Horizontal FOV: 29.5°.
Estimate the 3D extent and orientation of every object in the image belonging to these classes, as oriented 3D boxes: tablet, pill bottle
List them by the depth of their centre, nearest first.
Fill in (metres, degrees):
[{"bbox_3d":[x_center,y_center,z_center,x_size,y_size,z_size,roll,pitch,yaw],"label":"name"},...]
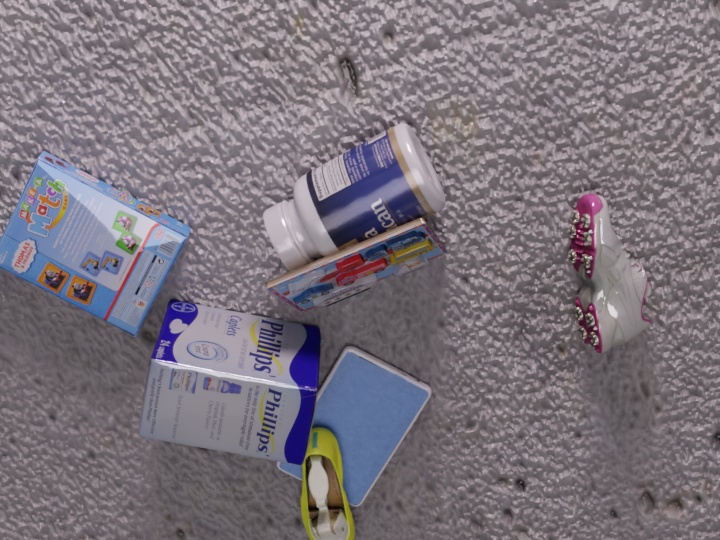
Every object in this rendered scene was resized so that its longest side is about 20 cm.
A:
[{"bbox_3d":[-0.009,-0.078,1.592,0.198,0.111,0.112,-27,110,11],"label":"pill bottle"},{"bbox_3d":[-0.009,0.203,1.759,0.129,0.014,0.201,27,111,-11],"label":"tablet"}]

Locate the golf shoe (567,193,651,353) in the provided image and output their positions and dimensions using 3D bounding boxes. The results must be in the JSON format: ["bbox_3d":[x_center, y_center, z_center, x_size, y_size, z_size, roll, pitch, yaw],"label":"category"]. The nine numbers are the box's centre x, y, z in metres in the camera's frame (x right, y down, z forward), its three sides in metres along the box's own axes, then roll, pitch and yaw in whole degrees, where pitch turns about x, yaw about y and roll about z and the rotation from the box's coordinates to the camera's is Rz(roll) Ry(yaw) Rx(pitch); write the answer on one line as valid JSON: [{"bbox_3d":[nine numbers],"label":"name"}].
[{"bbox_3d":[0.302,-0.003,1.652,0.090,0.075,0.203,-13,115,-11],"label":"golf shoe"}]

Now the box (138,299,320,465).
[{"bbox_3d":[-0.151,0.130,1.639,0.197,0.184,0.106,11,111,-5],"label":"box"}]

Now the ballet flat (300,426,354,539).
[{"bbox_3d":[-0.047,0.299,1.756,0.066,0.067,0.203,-7,113,2],"label":"ballet flat"}]

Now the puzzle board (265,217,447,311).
[{"bbox_3d":[0.000,0.000,1.614,0.198,0.151,0.018,-22,73,9],"label":"puzzle board"}]

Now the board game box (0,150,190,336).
[{"bbox_3d":[-0.326,-0.031,1.653,0.198,0.037,0.152,27,110,-11],"label":"board game box"}]
